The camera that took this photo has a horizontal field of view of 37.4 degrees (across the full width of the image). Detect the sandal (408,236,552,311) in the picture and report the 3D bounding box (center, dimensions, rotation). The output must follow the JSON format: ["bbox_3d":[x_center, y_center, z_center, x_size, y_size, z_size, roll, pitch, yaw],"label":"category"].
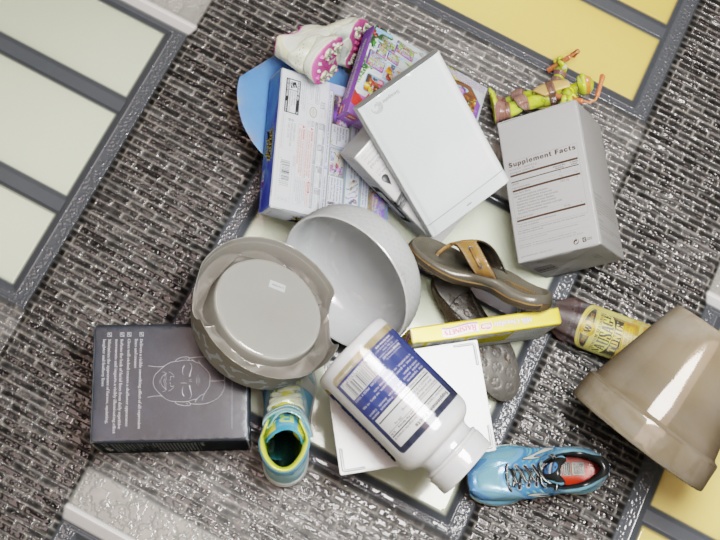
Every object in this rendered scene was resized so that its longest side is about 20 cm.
[{"bbox_3d":[0.157,-0.007,1.364,0.198,0.082,0.055,25,114,19],"label":"sandal"}]

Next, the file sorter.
[{"bbox_3d":[0.057,0.183,1.377,0.197,0.125,0.141,-8,77,-6],"label":"file sorter"}]

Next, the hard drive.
[{"bbox_3d":[0.095,-0.164,1.386,0.131,0.027,0.201,-35,110,-8],"label":"hard drive"}]

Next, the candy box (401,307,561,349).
[{"bbox_3d":[0.152,0.081,1.381,0.197,0.102,0.027,-7,79,-10],"label":"candy box"}]

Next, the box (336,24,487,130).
[{"bbox_3d":[0.075,-0.236,1.497,0.198,0.039,0.139,25,72,-22],"label":"box"}]

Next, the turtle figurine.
[{"bbox_3d":[0.266,-0.255,1.525,0.159,0.065,0.201,-12,31,9],"label":"turtle figurine"}]

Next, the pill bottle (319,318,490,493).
[{"bbox_3d":[0.056,0.164,1.261,0.200,0.111,0.111,45,76,6],"label":"pill bottle"}]

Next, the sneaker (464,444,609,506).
[{"bbox_3d":[0.232,0.259,1.389,0.197,0.090,0.080,-7,75,-6],"label":"sneaker"}]

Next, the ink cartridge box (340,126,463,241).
[{"bbox_3d":[0.084,-0.128,1.442,0.116,0.068,0.200,-48,112,-5],"label":"ink cartridge box"}]

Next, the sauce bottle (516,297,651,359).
[{"bbox_3d":[0.313,0.079,1.458,0.197,0.066,0.067,18,74,1],"label":"sauce bottle"}]

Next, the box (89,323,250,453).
[{"bbox_3d":[-0.240,0.153,1.369,0.197,0.107,0.151,0,74,-4],"label":"box"}]

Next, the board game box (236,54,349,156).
[{"bbox_3d":[-0.092,-0.227,1.508,0.200,0.039,0.159,-39,98,-33],"label":"board game box"}]

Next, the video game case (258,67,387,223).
[{"bbox_3d":[-0.045,-0.157,1.465,0.179,0.045,0.203,12,72,-26],"label":"video game case"}]

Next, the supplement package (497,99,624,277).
[{"bbox_3d":[0.273,-0.108,1.455,0.118,0.121,0.203,-14,74,27],"label":"supplement package"}]

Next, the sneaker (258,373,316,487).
[{"bbox_3d":[-0.093,0.171,1.365,0.078,0.131,0.203,-3,75,-4],"label":"sneaker"}]

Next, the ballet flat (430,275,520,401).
[{"bbox_3d":[0.155,0.088,1.457,0.067,0.046,0.202,-29,84,-15],"label":"ballet flat"}]

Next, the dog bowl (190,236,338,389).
[{"bbox_3d":[-0.122,0.057,1.327,0.198,0.059,0.202,16,51,-21],"label":"dog bowl"}]

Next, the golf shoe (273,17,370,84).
[{"bbox_3d":[-0.050,-0.322,1.488,0.090,0.200,0.076,23,117,14],"label":"golf shoe"}]

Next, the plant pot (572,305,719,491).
[{"bbox_3d":[0.401,0.149,1.352,0.199,0.200,0.174,37,96,5],"label":"plant pot"}]

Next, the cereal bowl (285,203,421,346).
[{"bbox_3d":[0.000,0.000,1.392,0.200,0.201,0.083,46,47,8],"label":"cereal bowl"}]
